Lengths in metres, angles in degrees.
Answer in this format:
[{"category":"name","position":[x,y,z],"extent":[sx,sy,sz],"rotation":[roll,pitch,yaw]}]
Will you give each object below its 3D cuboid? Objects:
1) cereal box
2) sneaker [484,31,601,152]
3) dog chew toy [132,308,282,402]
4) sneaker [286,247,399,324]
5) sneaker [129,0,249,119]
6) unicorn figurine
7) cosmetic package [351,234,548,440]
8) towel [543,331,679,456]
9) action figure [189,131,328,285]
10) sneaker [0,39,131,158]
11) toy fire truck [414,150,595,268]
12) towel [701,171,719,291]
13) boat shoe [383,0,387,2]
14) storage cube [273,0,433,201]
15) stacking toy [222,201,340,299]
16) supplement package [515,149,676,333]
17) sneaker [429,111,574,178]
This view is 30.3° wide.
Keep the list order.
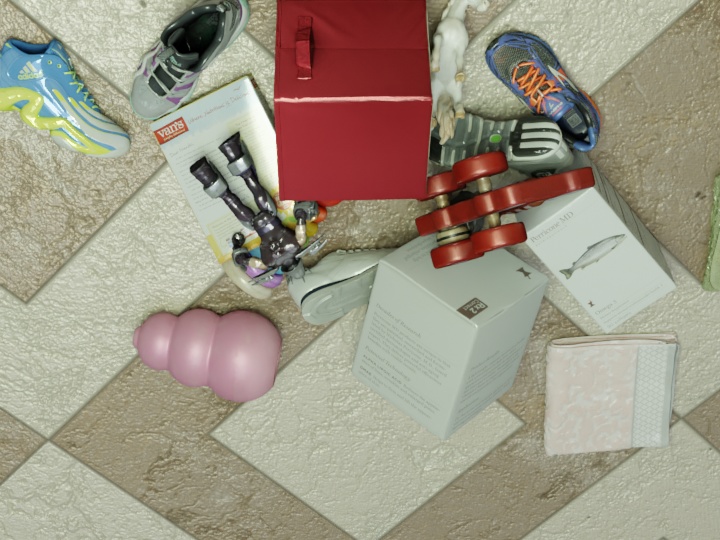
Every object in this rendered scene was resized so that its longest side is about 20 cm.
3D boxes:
[{"category":"cereal box","position":[-0.157,-0.128,1.674],"extent":[0.143,0.040,0.201],"rotation":[-24,99,11]},{"category":"sneaker","position":[0.235,-0.221,1.650],"extent":[0.200,0.079,0.075],"rotation":[36,113,-22]},{"category":"dog chew toy","position":[-0.210,0.108,1.807],"extent":[0.199,0.125,0.125],"rotation":[10,121,0]},{"category":"sneaker","position":[0.000,0.000,1.778],"extent":[0.199,0.081,0.077],"rotation":[-17,136,-17]},{"category":"sneaker","position":[-0.220,-0.249,1.566],"extent":[0.078,0.140,0.200],"rotation":[40,109,-5]},{"category":"unicorn figurine","position":[0.113,-0.261,1.604],"extent":[0.074,0.138,0.200],"rotation":[18,137,-10]},{"category":"cosmetic package","position":[0.114,0.073,1.726],"extent":[0.165,0.165,0.201],"rotation":[34,131,25]},{"category":"towel","position":[0.362,0.182,1.932],"extent":[0.190,0.032,0.201],"rotation":[-3,121,-1]},{"category":"action figure","position":[-0.121,-0.067,1.632],"extent":[0.130,0.069,0.200],"rotation":[-33,102,4]},{"category":"sneaker","position":[-0.363,-0.215,1.623],"extent":[0.199,0.076,0.105],"rotation":[23,117,-15]},{"category":"toy fire truck","position":[0.169,-0.080,1.630],"extent":[0.167,0.200,0.113],"rotation":[-12,86,-35]},{"category":"towel","position":[0.543,-0.054,1.794],"extent":[0.148,0.037,0.201],"rotation":[-3,121,-2]},{"category":"boat shoe","position":[0.012,-0.346,1.572],"extent":[0.071,0.061,0.202],"rotation":[-23,120,10]},{"category":"storage cube","position":[-0.010,-0.200,1.569],"extent":[0.179,0.172,0.200],"rotation":[-1,142,0]},{"category":"stacking toy","position":[-0.090,-0.058,1.740],"extent":[0.085,0.085,0.200],"rotation":[38,106,-23]},{"category":"supplement package","position":[0.304,-0.039,1.742],"extent":[0.117,0.118,0.200],"rotation":[-36,116,20]},{"category":"sneaker","position":[0.177,-0.145,1.682],"extent":[0.199,0.075,0.115],"rotation":[7,166,34]}]
